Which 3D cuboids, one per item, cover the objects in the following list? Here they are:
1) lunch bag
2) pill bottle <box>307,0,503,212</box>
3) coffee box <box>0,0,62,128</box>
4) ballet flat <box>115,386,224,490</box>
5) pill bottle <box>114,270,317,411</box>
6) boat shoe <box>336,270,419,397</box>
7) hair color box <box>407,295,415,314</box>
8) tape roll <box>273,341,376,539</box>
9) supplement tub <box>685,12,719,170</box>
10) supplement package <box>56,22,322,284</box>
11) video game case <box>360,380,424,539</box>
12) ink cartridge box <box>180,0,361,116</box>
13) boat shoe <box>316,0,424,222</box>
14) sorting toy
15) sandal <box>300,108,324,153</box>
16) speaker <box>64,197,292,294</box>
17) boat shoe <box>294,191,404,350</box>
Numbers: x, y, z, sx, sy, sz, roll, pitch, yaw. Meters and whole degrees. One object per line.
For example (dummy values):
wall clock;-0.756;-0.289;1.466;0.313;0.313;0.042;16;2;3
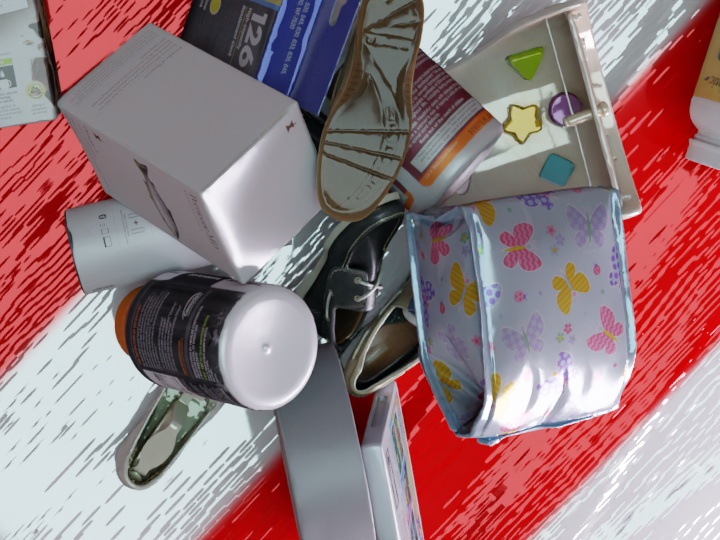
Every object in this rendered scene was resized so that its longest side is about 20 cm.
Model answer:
lunch bag;0.137;0.037;1.300;0.168;0.127;0.202;-9;91;-28
pill bottle;0.020;-0.151;1.348;0.200;0.114;0.114;43;93;4
coffee box;-0.313;-0.228;1.304;0.079;0.113;0.202;-10;103;-6
ballet flat;-0.162;0.125;1.419;0.069;0.069;0.201;33;95;-13
pill bottle;-0.136;0.056;1.322;0.105;0.199;0.108;-5;98;-40
boat shoe;0.058;0.045;1.434;0.075;0.068;0.200;42;93;-14
hair color box;0.150;0.031;1.411;0.199;0.060;0.101;26;79;-27
tape roll;-0.037;0.169;1.377;0.065;0.200;0.203;-12;102;-6
supplement tub;0.388;-0.181;1.398;0.143;0.145;0.202;15;98;-11
supplement package;-0.139;-0.102;1.284;0.117;0.199;0.117;-44;141;-20
video game case;0.034;0.225;1.408;0.023;0.182;0.202;-9;102;7
ink cartridge box;-0.069;-0.252;1.295;0.047;0.200;0.200;15;99;-37
boat shoe;0.011;-0.138;1.261;0.071;0.065;0.202;16;90;-5
sorting toy;0.145;-0.133;1.402;0.178;0.107;0.202;-15;102;8
sandal;-0.063;-0.123;1.340;0.043;0.199;0.077;-38;148;-29
speaker;-0.163;-0.040;1.379;0.198;0.081;0.082;-14;103;-6
boat shoe;0.000;0.000;1.361;0.071;0.200;0.068;-22;68;-33
